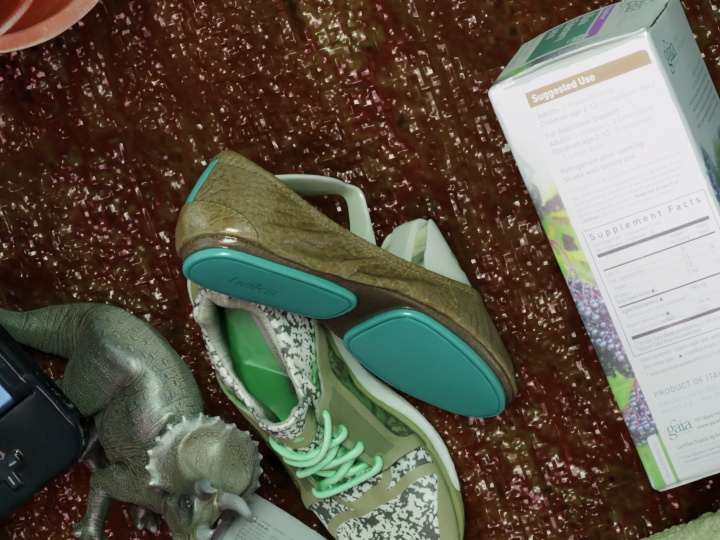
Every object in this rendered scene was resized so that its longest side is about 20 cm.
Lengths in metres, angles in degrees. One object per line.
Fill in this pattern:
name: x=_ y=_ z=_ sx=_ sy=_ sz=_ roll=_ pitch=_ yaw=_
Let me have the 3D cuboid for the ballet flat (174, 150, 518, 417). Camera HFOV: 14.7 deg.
ballet flat: x=0.000 y=0.000 z=1.276 sx=0.199 sy=0.073 sz=0.068 roll=26 pitch=148 yaw=-32

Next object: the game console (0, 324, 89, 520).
game console: x=-0.256 y=0.074 z=1.273 sx=0.176 sy=0.117 sz=0.200 roll=-36 pitch=103 yaw=24

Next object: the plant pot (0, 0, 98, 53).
plant pot: x=-0.232 y=-0.156 z=1.208 sx=0.195 sy=0.201 sz=0.201 roll=-25 pitch=102 yaw=48

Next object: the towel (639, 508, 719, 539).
towel: x=0.163 y=0.184 z=1.285 sx=0.199 sy=0.036 sz=0.149 roll=-27 pitch=57 yaw=19

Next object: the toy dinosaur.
toy dinosaur: x=-0.109 y=0.067 z=1.340 sx=0.102 sy=0.077 sz=0.200 roll=-47 pitch=60 yaw=29

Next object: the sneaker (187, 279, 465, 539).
sneaker: x=-0.025 y=0.073 z=1.308 sx=0.077 sy=0.089 sz=0.200 roll=-32 pitch=98 yaw=22

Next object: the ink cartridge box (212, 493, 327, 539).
ink cartridge box: x=-0.076 y=0.213 z=1.310 sx=0.083 sy=0.200 sz=0.145 roll=33 pitch=113 yaw=-2

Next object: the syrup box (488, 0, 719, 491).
syrup box: x=0.135 y=-0.015 z=1.243 sx=0.081 sy=0.079 sz=0.201 roll=-20 pitch=102 yaw=20
